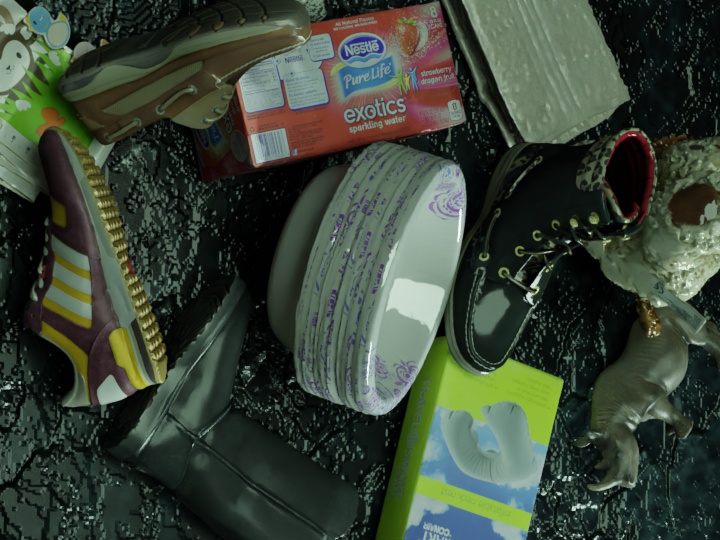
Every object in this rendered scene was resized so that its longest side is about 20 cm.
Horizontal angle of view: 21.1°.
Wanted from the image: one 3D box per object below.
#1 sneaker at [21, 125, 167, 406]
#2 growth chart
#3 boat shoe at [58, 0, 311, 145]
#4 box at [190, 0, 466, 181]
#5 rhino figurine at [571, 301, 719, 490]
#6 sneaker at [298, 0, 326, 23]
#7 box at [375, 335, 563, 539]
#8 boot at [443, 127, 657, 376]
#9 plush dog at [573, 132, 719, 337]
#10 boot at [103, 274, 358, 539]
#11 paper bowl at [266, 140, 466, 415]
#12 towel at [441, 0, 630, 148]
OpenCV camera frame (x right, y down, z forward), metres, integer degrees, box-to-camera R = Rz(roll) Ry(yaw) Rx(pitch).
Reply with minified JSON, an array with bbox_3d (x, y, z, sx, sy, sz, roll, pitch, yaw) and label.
[{"bbox_3d":[-0.210,0.000,1.382,0.089,0.075,0.202,-19,92,3],"label":"sneaker"},{"bbox_3d":[-0.257,-0.131,1.399,0.199,0.018,0.146,27,75,-29],"label":"growth chart"},{"bbox_3d":[-0.119,-0.141,1.382,0.072,0.199,0.076,66,27,-20],"label":"boat shoe"},{"bbox_3d":[-0.030,-0.139,1.491,0.199,0.095,0.101,-15,93,-31],"label":"box"},{"bbox_3d":[0.246,0.108,1.665,0.087,0.060,0.201,38,70,-5],"label":"rhino figurine"},{"bbox_3d":[-0.036,-0.284,1.520,0.088,0.077,0.202,26,79,-41],"label":"sneaker"},{"bbox_3d":[0.086,0.167,1.575,0.121,0.048,0.202,21,76,-28],"label":"box"},{"bbox_3d":[0.148,-0.019,1.522,0.073,0.153,0.205,29,70,-27],"label":"boot"},{"bbox_3d":[0.282,-0.050,1.635,0.171,0.199,0.161,-38,124,-25],"label":"plush dog"},{"bbox_3d":[-0.074,0.125,1.468,0.200,0.066,0.165,39,77,-20],"label":"boot"},{"bbox_3d":[0.000,0.000,1.464,0.104,0.201,0.202,19,73,17],"label":"paper bowl"},{"bbox_3d":[0.144,-0.203,1.638,0.132,0.034,0.201,-30,102,-30],"label":"towel"}]
